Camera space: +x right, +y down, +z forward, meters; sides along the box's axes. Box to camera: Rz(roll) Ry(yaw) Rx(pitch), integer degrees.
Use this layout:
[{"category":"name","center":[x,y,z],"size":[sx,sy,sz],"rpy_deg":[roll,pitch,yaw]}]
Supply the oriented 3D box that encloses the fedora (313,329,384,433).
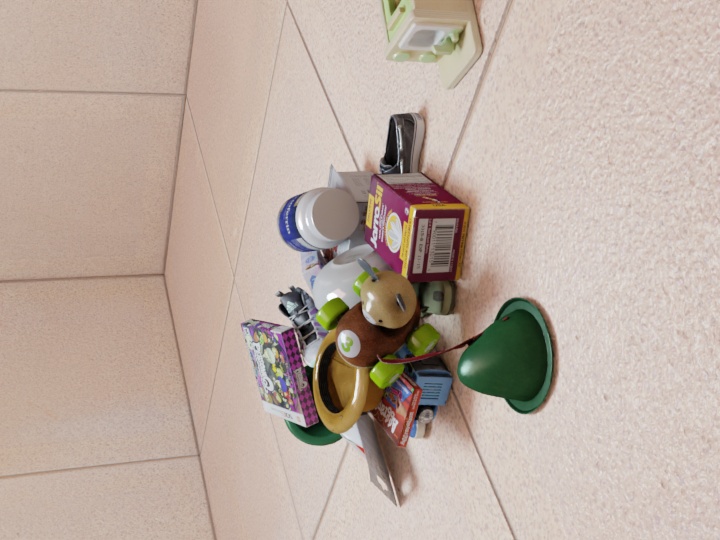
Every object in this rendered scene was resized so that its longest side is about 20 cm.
[{"category":"fedora","center":[-0.012,0.188,1.650],"size":[0.200,0.081,0.202],"rpy_deg":[-27,59,57]}]

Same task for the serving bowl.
[{"category":"serving bowl","center":[0.000,0.000,1.703],"size":[0.066,0.199,0.200],"rpy_deg":[68,165,-18]}]

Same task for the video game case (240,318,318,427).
[{"category":"video game case","center":[-0.164,0.202,1.904],"size":[0.181,0.036,0.201],"rpy_deg":[6,113,57]}]

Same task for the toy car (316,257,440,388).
[{"category":"toy car","center":[0.029,0.062,1.489],"size":[0.164,0.158,0.200],"rpy_deg":[45,163,18]}]

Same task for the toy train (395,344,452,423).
[{"category":"toy train","center":[0.090,0.182,1.672],"size":[0.200,0.086,0.115],"rpy_deg":[-122,43,-59]}]

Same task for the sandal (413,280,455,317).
[{"category":"sandal","center":[0.102,0.043,1.653],"size":[0.201,0.057,0.080],"rpy_deg":[167,100,-69]}]

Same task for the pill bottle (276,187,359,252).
[{"category":"pill bottle","center":[-0.080,-0.097,1.804],"size":[0.200,0.115,0.117],"rpy_deg":[173,94,-68]}]

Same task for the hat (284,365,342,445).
[{"category":"hat","center":[-0.066,0.281,2.076],"size":[0.201,0.165,0.176],"rpy_deg":[-61,-11,-4]}]

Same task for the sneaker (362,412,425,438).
[{"category":"sneaker","center":[0.039,0.253,1.767],"size":[0.200,0.111,0.077],"rpy_deg":[-129,42,-57]}]

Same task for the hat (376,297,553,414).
[{"category":"hat","center":[0.152,0.134,1.360],"size":[0.200,0.175,0.166],"rpy_deg":[115,146,-50]}]

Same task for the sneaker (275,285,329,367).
[{"category":"sneaker","center":[-0.119,0.096,1.863],"size":[0.140,0.078,0.200],"rpy_deg":[52,-174,-25]}]

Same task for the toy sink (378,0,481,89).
[{"category":"toy sink","center":[0.103,-0.407,1.525],"size":[0.130,0.111,0.201],"rpy_deg":[136,129,-63]}]

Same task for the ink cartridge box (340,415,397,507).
[{"category":"ink cartridge box","center":[0.004,0.353,1.851],"size":[0.162,0.050,0.201],"rpy_deg":[56,-165,-53]}]

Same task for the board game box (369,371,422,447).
[{"category":"board game box","center":[0.048,0.212,1.627],"size":[0.200,0.019,0.104],"rpy_deg":[-140,62,-65]}]

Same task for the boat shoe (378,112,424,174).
[{"category":"boat shoe","center":[0.064,-0.185,1.706],"size":[0.072,0.067,0.201],"rpy_deg":[45,133,50]}]

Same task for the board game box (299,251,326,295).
[{"category":"board game box","center":[-0.059,0.059,1.915],"size":[0.200,0.041,0.200],"rpy_deg":[63,-178,-16]}]

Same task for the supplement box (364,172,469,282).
[{"category":"supplement box","center":[0.091,-0.077,1.606],"size":[0.200,0.103,0.132],"rpy_deg":[-133,44,-61]}]

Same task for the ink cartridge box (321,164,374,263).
[{"category":"ink cartridge box","center":[-0.013,-0.092,1.908],"size":[0.176,0.083,0.201],"rpy_deg":[-120,34,-52]}]
